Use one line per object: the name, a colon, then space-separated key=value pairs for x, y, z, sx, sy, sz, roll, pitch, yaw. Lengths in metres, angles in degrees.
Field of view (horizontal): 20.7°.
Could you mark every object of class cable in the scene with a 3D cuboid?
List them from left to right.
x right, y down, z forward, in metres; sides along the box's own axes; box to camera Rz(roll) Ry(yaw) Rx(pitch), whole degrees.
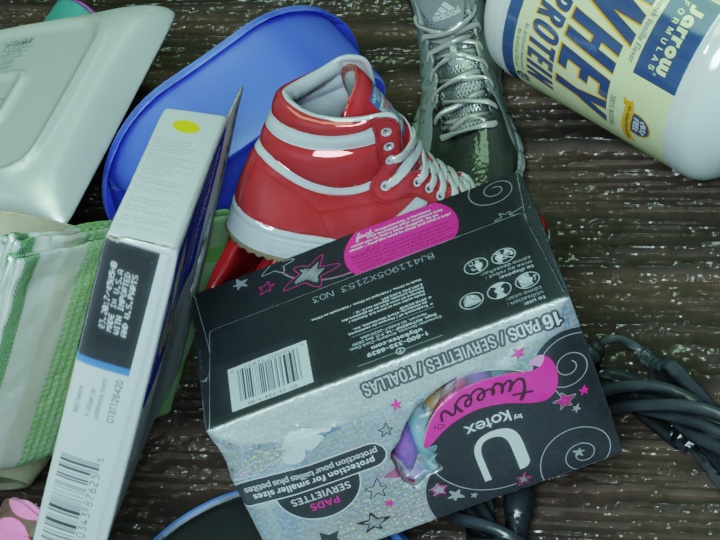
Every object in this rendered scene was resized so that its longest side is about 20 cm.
cable: x=0.138 y=0.127 z=1.069 sx=0.163 sy=0.051 sz=0.200 roll=-30 pitch=49 yaw=-7

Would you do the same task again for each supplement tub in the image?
supplement tub: x=0.191 y=-0.145 z=1.204 sx=0.199 sy=0.145 sz=0.145 roll=33 pitch=66 yaw=24

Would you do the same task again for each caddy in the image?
caddy: x=-0.069 y=-0.078 z=1.250 sx=0.200 sy=0.142 sz=0.105 roll=-36 pitch=55 yaw=-14

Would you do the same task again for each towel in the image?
towel: x=-0.157 y=0.036 z=1.116 sx=0.031 sy=0.150 sz=0.200 roll=31 pitch=22 yaw=24

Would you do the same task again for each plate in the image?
plate: x=-0.235 y=-0.098 z=1.257 sx=0.198 sy=0.032 sz=0.201 roll=-6 pitch=44 yaw=30

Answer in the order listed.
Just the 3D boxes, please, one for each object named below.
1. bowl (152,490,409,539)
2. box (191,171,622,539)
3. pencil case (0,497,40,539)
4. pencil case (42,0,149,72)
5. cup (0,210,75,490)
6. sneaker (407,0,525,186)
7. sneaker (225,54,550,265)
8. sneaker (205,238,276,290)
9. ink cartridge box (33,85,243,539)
bowl: x=-0.051 y=0.204 z=1.074 sx=0.199 sy=0.039 sz=0.202 roll=-9 pitch=49 yaw=11
box: x=0.023 y=0.057 z=1.067 sx=0.199 sy=0.115 sz=0.132 roll=-21 pitch=34 yaw=5
pencil case: x=-0.202 y=0.225 z=1.049 sx=0.093 sy=0.091 sz=0.201 roll=31 pitch=74 yaw=1
pencil case: x=-0.239 y=-0.101 z=1.357 sx=0.085 sy=0.092 sz=0.200 roll=40 pitch=69 yaw=2
cup: x=-0.241 y=0.055 z=1.183 sx=0.199 sy=0.200 sz=0.144 roll=-1 pitch=77 yaw=17
sneaker: x=0.056 y=-0.131 z=1.268 sx=0.074 sy=0.116 sz=0.201 roll=-11 pitch=48 yaw=9
sneaker: x=0.031 y=-0.057 z=1.114 sx=0.199 sy=0.113 sz=0.071 roll=4 pitch=33 yaw=-24
sneaker: x=0.000 y=0.000 z=1.176 sx=0.199 sy=0.116 sz=0.078 roll=-29 pitch=48 yaw=-6
ink cartridge box: x=-0.117 y=0.022 z=1.052 sx=0.047 sy=0.199 sz=0.200 roll=14 pitch=29 yaw=-3
